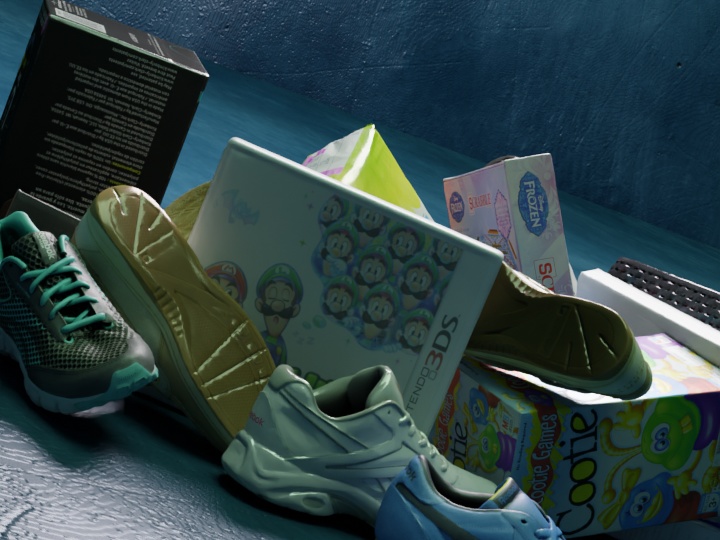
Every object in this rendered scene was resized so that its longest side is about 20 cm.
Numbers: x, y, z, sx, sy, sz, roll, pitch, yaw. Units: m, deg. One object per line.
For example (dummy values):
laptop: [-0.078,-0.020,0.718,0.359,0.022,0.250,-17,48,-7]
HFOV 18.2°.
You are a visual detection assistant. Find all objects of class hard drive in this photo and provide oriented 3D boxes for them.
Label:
hard drive: [0.226,0.093,1.676,0.026,0.133,0.200,-9,23,-30]

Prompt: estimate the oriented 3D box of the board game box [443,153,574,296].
board game box: [0.123,0.015,1.786,0.041,0.201,0.200,-9,1,-12]

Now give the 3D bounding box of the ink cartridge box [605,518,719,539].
ink cartridge box: [0.210,0.171,1.735,0.199,0.044,0.198,24,9,13]

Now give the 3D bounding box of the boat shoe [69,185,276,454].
boat shoe: [-0.121,0.042,1.458,0.074,0.069,0.201,-24,79,-46]

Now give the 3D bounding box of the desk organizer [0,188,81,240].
desk organizer: [-0.169,0.021,1.559,0.199,0.072,0.077,26,-9,-15]

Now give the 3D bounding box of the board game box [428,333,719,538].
board game box: [0.156,0.117,1.569,0.199,0.106,0.103,-4,23,-31]

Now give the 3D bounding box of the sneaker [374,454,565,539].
sneaker: [0.104,0.177,1.341,0.199,0.079,0.066,26,7,7]

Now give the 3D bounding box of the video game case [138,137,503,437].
video game case: [-0.030,0.033,1.494,0.199,0.183,0.024,23,8,1]

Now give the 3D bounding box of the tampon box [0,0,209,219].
tampon box: [-0.210,-0.084,1.670,0.125,0.201,0.150,20,8,-13]

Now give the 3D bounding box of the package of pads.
package of pads: [0.000,0.000,1.613,0.155,0.068,0.200,57,27,-19]

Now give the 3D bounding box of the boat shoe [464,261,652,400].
boat shoe: [0.108,0.038,1.525,0.200,0.074,0.063,18,-17,37]

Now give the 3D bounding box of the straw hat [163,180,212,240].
straw hat: [-0.076,0.016,1.772,0.200,0.201,0.085,30,-29,37]

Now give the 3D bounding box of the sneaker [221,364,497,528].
sneaker: [0.017,0.113,1.412,0.199,0.100,0.078,18,10,-31]

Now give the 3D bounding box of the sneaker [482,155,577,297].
sneaker: [0.153,0.006,1.946,0.115,0.075,0.202,48,24,-70]

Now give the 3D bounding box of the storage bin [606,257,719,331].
storage bin: [0.264,0.084,1.789,0.200,0.094,0.135,23,-23,53]

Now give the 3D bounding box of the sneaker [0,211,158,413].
sneaker: [-0.193,0.023,1.400,0.077,0.092,0.200,-24,28,-25]
